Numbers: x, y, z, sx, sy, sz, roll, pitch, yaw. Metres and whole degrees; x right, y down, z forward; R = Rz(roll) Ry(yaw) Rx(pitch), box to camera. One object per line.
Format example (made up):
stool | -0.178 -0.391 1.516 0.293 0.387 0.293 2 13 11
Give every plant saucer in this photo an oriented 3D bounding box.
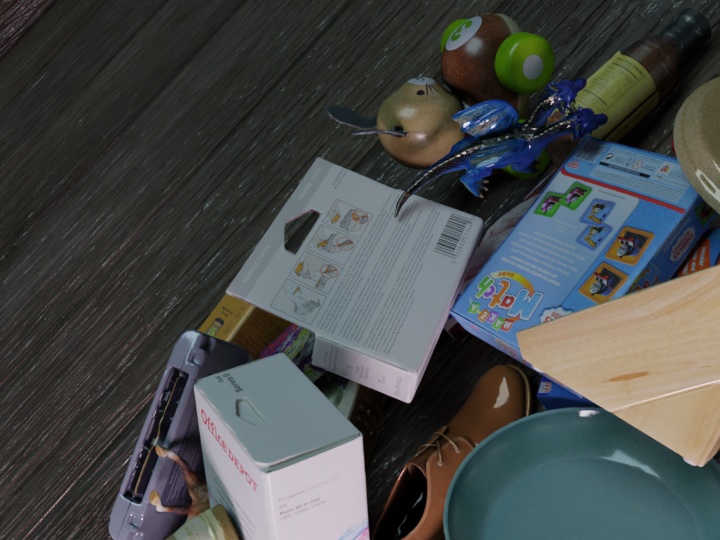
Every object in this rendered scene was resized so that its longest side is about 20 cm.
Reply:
plant saucer | 0.155 0.175 0.644 0.195 0.037 0.202 -8 33 5

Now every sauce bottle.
sauce bottle | 0.256 -0.175 0.901 0.199 0.067 0.066 -40 35 -16

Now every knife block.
knife block | 0.224 0.024 0.616 0.198 0.064 0.179 30 103 27

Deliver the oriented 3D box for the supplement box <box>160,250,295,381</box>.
supplement box | -0.129 0.070 1.044 0.201 0.069 0.066 -52 36 -12

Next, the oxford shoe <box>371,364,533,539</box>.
oxford shoe | 0.076 0.154 0.762 0.071 0.071 0.202 9 60 49

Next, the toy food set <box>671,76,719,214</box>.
toy food set | 0.324 -0.075 0.685 0.196 0.049 0.200 -28 56 -23

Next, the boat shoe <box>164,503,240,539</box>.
boat shoe | -0.129 0.265 0.757 0.062 0.203 0.074 -18 52 -25

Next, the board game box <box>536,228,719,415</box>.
board game box | 0.246 0.042 0.725 0.197 0.045 0.154 -6 50 40

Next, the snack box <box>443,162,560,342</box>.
snack box | 0.144 -0.023 0.903 0.200 0.024 0.072 -43 37 1

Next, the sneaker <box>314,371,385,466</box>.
sneaker | -0.013 0.092 0.907 0.088 0.067 0.203 -2 56 37

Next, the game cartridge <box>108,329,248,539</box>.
game cartridge | -0.172 0.163 0.926 0.040 0.133 0.204 18 83 20

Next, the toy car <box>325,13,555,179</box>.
toy car | 0.069 -0.166 0.945 0.196 0.161 0.164 -10 22 -16

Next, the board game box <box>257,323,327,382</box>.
board game box | -0.060 0.081 0.920 0.200 0.032 0.121 -42 11 39

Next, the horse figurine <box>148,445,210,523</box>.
horse figurine | -0.159 0.253 0.867 0.049 0.132 0.204 8 73 43

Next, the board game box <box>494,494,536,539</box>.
board game box | 0.073 0.281 0.660 0.200 0.046 0.152 -43 36 2

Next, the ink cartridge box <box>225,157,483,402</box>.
ink cartridge box | 0.000 0.000 0.839 0.173 0.045 0.201 21 47 10

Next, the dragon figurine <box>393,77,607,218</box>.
dragon figurine | 0.114 -0.111 0.831 0.196 0.100 0.060 -16 74 1

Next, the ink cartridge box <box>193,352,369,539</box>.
ink cartridge box | -0.059 0.190 0.742 0.086 0.204 0.145 -17 27 -24

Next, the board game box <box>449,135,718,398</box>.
board game box | 0.182 -0.012 0.772 0.201 0.037 0.151 -50 34 -7
